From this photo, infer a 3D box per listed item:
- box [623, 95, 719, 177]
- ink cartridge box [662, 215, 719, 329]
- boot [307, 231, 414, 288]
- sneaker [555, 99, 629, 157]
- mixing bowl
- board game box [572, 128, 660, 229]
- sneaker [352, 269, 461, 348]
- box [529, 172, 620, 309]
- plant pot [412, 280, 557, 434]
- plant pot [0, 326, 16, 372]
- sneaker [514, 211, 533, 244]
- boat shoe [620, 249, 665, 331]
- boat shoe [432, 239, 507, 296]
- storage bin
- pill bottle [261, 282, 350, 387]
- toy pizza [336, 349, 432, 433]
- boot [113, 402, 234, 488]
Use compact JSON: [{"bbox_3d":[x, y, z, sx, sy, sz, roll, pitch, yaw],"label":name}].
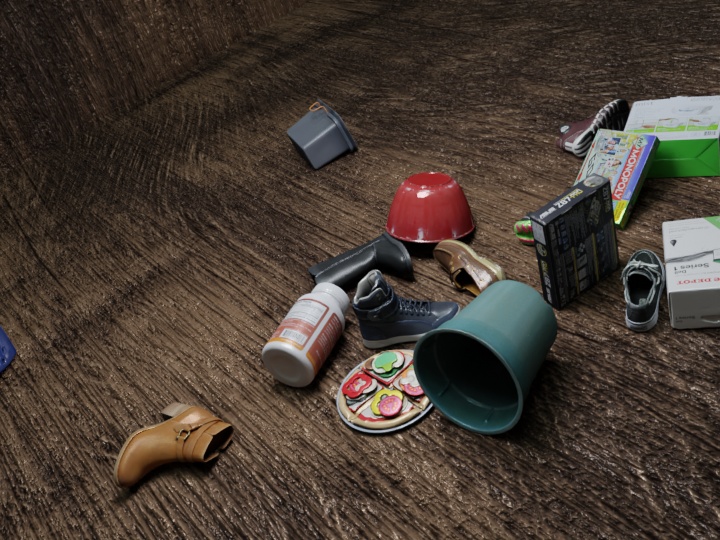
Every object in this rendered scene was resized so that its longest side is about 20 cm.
[{"bbox_3d":[0.674,-0.288,1.739,0.198,0.097,0.177,1,39,30],"label":"box"},{"bbox_3d":[0.600,0.000,1.393,0.144,0.085,0.201,-6,36,21],"label":"ink cartridge box"},{"bbox_3d":[0.000,0.000,1.729,0.198,0.066,0.165,-23,25,-9],"label":"boot"},{"bbox_3d":[0.536,-0.347,1.917,0.199,0.076,0.115,-38,34,-22],"label":"sneaker"},{"bbox_3d":[0.151,-0.148,1.769,0.197,0.110,0.201,-3,24,1],"label":"mixing bowl"},{"bbox_3d":[0.515,-0.191,1.669,0.134,0.029,0.202,17,79,44],"label":"board game box"},{"bbox_3d":[0.083,0.062,1.533,0.200,0.147,0.077,-15,32,5],"label":"sneaker"},{"bbox_3d":[0.392,-0.051,1.471,0.160,0.202,0.049,-32,37,-15],"label":"box"},{"bbox_3d":[0.220,0.128,1.340,0.198,0.202,0.196,10,37,37],"label":"plant pot"},{"bbox_3d":[-0.934,0.191,1.836,0.198,0.202,0.180,-20,28,3],"label":"plant pot"},{"bbox_3d":[0.409,-0.096,1.635,0.198,0.077,0.084,8,47,34],"label":"sneaker"},{"bbox_3d":[0.497,0.016,1.439,0.073,0.069,0.200,1,40,29],"label":"boat shoe"},{"bbox_3d":[0.205,-0.002,1.619,0.067,0.073,0.200,-32,38,-20],"label":"boat shoe"},{"bbox_3d":[-0.120,-0.380,2.267,0.134,0.146,0.200,-36,36,-5],"label":"storage bin"},{"bbox_3d":[-0.099,0.120,1.579,0.111,0.113,0.201,3,40,31],"label":"pill bottle"},{"bbox_3d":[0.049,0.207,1.451,0.198,0.032,0.201,-14,35,10],"label":"toy pizza"},{"bbox_3d":[-0.336,0.325,1.462,0.153,0.074,0.201,12,49,33],"label":"boot"}]
